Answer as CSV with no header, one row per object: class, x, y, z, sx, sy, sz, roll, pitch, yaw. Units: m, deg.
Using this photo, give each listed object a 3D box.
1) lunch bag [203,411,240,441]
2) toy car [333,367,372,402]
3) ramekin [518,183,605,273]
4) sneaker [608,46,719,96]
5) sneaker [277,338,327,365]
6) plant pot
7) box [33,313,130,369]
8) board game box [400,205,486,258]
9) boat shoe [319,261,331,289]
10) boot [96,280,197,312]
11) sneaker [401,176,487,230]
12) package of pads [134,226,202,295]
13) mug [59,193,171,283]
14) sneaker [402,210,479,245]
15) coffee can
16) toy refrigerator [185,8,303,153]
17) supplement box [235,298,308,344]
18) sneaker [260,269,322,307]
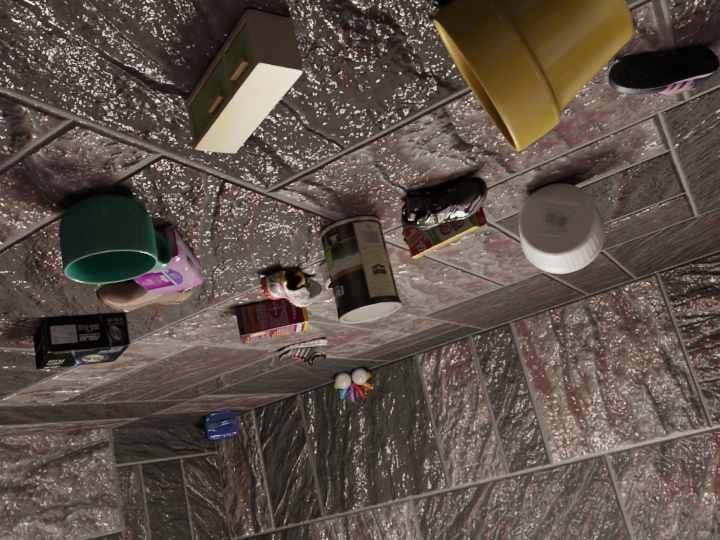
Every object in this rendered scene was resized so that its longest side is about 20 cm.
lunch bag,-0.765,0.860,3.865,0.197,0.138,0.132,-8,163,-22
toy car,-0.034,0.592,3.562,0.197,0.152,0.175,-14,161,1
ramekin,0.464,-0.104,1.627,0.198,0.203,0.098,-19,156,17
sneaker,0.496,-0.315,1.169,0.197,0.071,0.082,-9,160,-11
sneaker,-0.214,0.320,2.636,0.197,0.089,0.074,-14,164,2
plant pot,0.219,-0.283,0.860,0.188,0.202,0.200,-33,160,11
box,-0.705,0.180,1.766,0.198,0.087,0.163,-2,160,-36
board game box,0.181,-0.108,1.541,0.198,0.097,0.030,-26,163,34
boat shoe,-0.036,-0.009,1.734,0.071,0.070,0.199,2,158,-42
boot,-0.459,0.033,1.545,0.145,0.071,0.199,-30,159,26
sneaker,0.167,-0.139,1.464,0.198,0.077,0.114,-19,170,36
package of pads,-0.399,-0.014,1.401,0.119,0.077,0.200,-15,164,-2
mug,-0.422,-0.054,1.184,0.150,0.116,0.185,-14,164,0
sneaker,0.190,-0.112,1.610,0.198,0.078,0.084,-17,176,33
coffee can,0.000,0.000,1.559,0.144,0.203,0.147,-12,163,-4
toy refrigerator,-0.155,-0.233,0.887,0.069,0.077,0.199,-1,160,-37
supplement box,-0.255,0.140,2.012,0.197,0.087,0.111,-11,164,-11
sneaker,-0.161,0.043,1.787,0.081,0.079,0.199,-25,160,31
